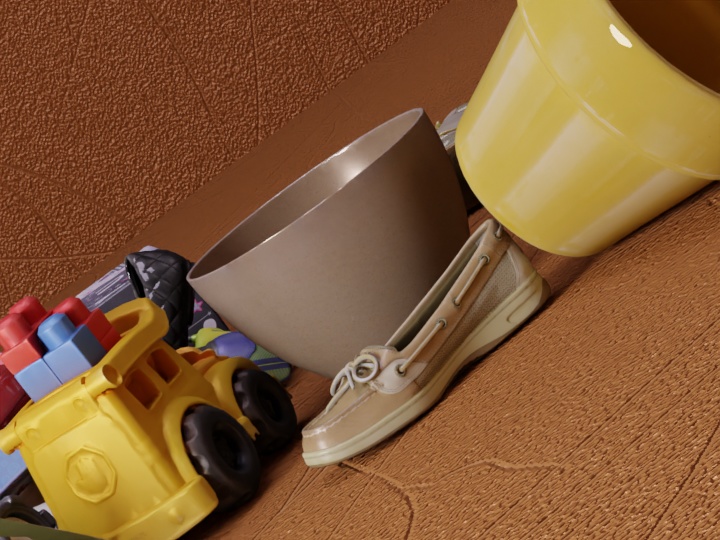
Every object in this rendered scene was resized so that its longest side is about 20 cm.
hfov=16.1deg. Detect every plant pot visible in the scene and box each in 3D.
[{"bbox_3d":[0.163,-0.113,1.605,0.189,0.201,0.201,-50,-1,37],"label":"plant pot"},{"bbox_3d":[0.000,0.000,1.750,0.200,0.135,0.200,-35,8,6],"label":"plant pot"}]

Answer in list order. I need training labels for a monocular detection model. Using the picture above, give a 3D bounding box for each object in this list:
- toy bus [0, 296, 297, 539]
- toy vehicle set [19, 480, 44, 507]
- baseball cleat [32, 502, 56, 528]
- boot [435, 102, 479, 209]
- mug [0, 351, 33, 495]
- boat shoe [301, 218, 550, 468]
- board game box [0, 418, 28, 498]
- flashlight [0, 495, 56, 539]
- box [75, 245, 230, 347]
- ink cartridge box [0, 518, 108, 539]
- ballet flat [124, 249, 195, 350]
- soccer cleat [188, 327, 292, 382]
[{"bbox_3d":[-0.159,0.087,1.722,0.136,0.192,0.200,-33,7,26],"label":"toy bus"},{"bbox_3d":[-0.213,0.132,2.051,0.124,0.027,0.200,-49,2,-28],"label":"toy vehicle set"},{"bbox_3d":[-0.262,0.219,1.815,0.200,0.070,0.106,-32,15,43],"label":"baseball cleat"},{"bbox_3d":[0.059,-0.081,2.174,0.200,0.072,0.155,-28,11,16],"label":"boot"},{"bbox_3d":[-0.340,0.161,2.132,0.133,0.178,0.200,15,41,24],"label":"mug"},{"bbox_3d":[0.032,0.048,1.604,0.201,0.063,0.073,-39,9,-19],"label":"boat shoe"},{"bbox_3d":[-0.257,0.134,1.947,0.151,0.037,0.200,-45,0,-15],"label":"board game box"},{"bbox_3d":[-0.281,0.238,1.727,0.200,0.068,0.068,-46,34,23],"label":"flashlight"},{"bbox_3d":[-0.197,0.057,2.274,0.132,0.115,0.200,-37,9,-7],"label":"box"},{"bbox_3d":[-0.268,0.227,1.615,0.200,0.048,0.145,-32,-27,23],"label":"ink cartridge box"},{"bbox_3d":[-0.160,0.076,1.949,0.066,0.057,0.200,104,169,-59],"label":"ballet flat"},{"bbox_3d":[-0.093,0.076,2.013,0.084,0.065,0.200,-7,1,-7],"label":"soccer cleat"}]
